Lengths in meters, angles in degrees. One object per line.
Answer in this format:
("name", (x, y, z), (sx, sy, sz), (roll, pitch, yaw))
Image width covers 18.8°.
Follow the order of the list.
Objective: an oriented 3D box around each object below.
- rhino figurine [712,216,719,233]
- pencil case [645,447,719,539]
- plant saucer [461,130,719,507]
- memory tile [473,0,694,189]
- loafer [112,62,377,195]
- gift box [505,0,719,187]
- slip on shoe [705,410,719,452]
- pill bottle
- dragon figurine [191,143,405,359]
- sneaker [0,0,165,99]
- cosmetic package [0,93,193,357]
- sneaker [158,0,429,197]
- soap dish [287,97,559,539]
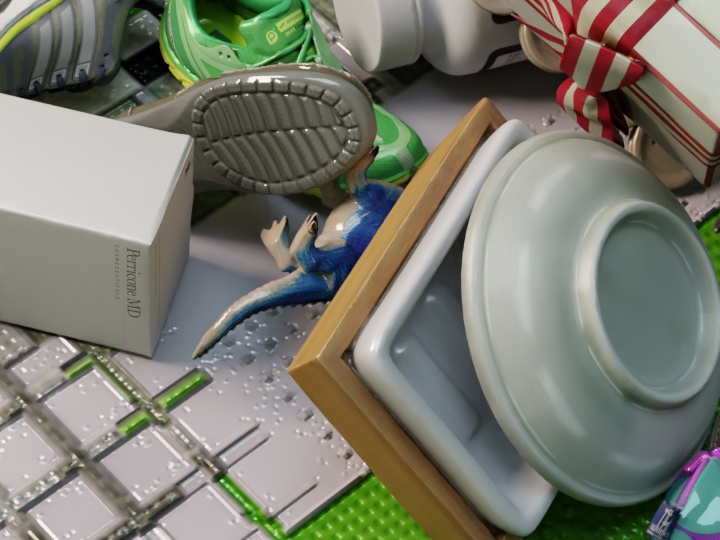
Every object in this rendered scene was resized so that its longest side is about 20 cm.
("rhino figurine", (0.305, -0.023, 1.267), (0.198, 0.060, 0.088), (2, 49, -2))
("pencil case", (0.241, 0.163, 1.094), (0.199, 0.093, 0.085), (24, 12, 11))
("plant saucer", (0.137, 0.020, 1.132), (0.199, 0.050, 0.202), (14, 69, -40))
("memory tile", (0.167, -0.161, 1.299), (0.200, 0.017, 0.153), (45, 79, -15))
("loafer", (-0.069, -0.085, 1.228), (0.199, 0.076, 0.070), (-5, 28, 36))
("gift box", (0.167, -0.167, 1.164), (0.200, 0.185, 0.187), (42, 88, 15))
("slip on shoe", (0.247, 0.034, 1.180), (0.076, 0.061, 0.201), (30, 71, 6))
("pill bottle", (0.087, -0.184, 1.338), (0.199, 0.112, 0.112), (-15, 55, -17))
("dragon figurine", (0.000, 0.000, 1.204), (0.100, 0.059, 0.200), (49, 59, -18))
("sneaker", (-0.189, -0.128, 1.292), (0.081, 0.074, 0.200), (45, 72, -19))
("cosmetic package", (-0.197, -0.035, 1.198), (0.199, 0.108, 0.085), (13, 52, 7))
("sneaker", (-0.046, -0.113, 1.288), (0.200, 0.084, 0.074), (36, 57, 21))
("soap dish", (0.059, 0.033, 1.146), (0.158, 0.081, 0.200), (50, 52, -21))
